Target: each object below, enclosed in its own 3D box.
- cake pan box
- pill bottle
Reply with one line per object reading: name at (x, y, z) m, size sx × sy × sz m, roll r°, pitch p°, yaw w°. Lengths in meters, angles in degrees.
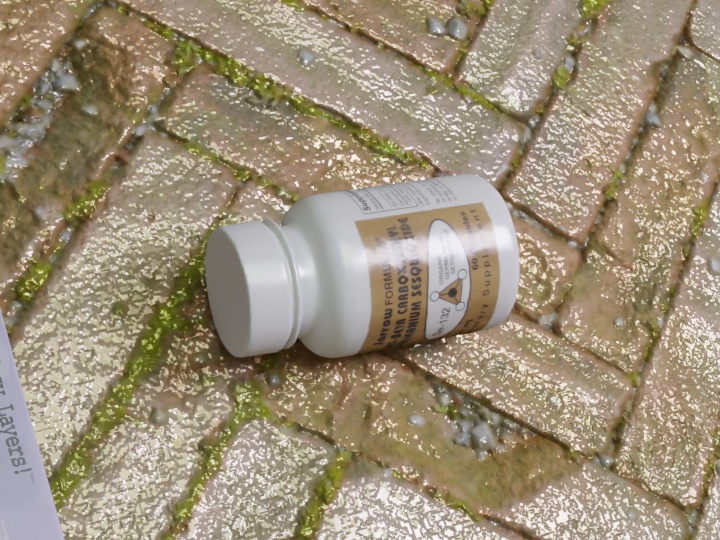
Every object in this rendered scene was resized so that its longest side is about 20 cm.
cake pan box at (-0.221, 0.133, 0.841) m, size 0.052 × 0.184 × 0.201 m, roll -11°, pitch 69°, yaw -29°
pill bottle at (0.000, 0.000, 1.024) m, size 0.199 × 0.114 × 0.115 m, roll -9°, pitch 70°, yaw -24°
